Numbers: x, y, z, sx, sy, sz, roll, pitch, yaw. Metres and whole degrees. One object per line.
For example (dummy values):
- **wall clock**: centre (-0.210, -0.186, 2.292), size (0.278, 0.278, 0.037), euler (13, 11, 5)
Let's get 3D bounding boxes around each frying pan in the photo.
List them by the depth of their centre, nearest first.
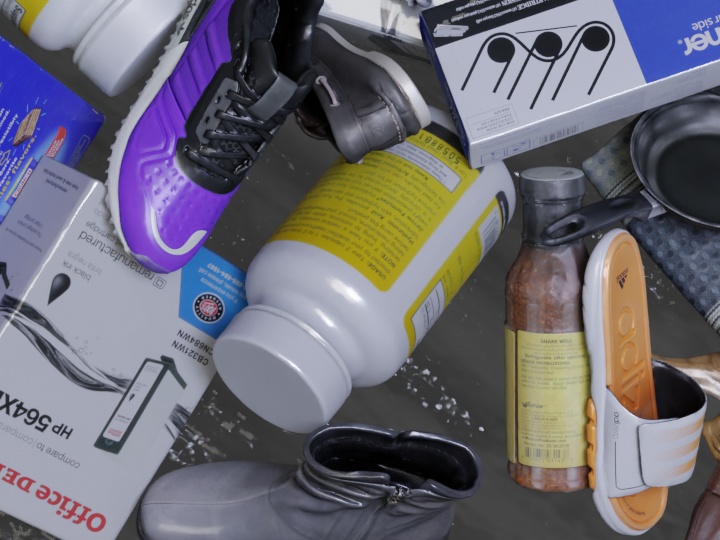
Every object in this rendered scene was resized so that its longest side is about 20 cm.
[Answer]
- **frying pan**: centre (0.202, -0.042, 1.248), size (0.115, 0.031, 0.190), euler (30, 54, 18)

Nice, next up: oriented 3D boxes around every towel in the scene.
- **towel**: centre (0.274, -0.057, 1.310), size (0.200, 0.035, 0.193), euler (-38, 72, -2)

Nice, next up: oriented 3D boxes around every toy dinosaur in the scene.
- **toy dinosaur**: centre (0.237, 0.072, 1.316), size (0.200, 0.060, 0.106), euler (1, 62, -6)

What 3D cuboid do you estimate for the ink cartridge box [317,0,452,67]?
- **ink cartridge box**: centre (0.054, -0.206, 1.296), size (0.200, 0.084, 0.145), euler (17, 88, -1)

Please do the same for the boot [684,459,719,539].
- **boot**: centre (0.257, 0.241, 1.301), size (0.186, 0.064, 0.200), euler (26, 93, -9)

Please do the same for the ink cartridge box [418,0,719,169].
- **ink cartridge box**: centre (0.144, -0.139, 1.221), size (0.200, 0.044, 0.094), euler (-18, 72, -1)

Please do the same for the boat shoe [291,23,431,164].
- **boat shoe**: centre (-0.021, -0.105, 1.231), size (0.057, 0.200, 0.067), euler (-33, 109, -11)

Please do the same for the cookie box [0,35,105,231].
- **cookie box**: centre (-0.252, -0.063, 1.215), size (0.075, 0.200, 0.171), euler (30, 87, 14)

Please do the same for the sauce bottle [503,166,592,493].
- **sauce bottle**: centre (0.122, 0.037, 1.274), size (0.066, 0.066, 0.200), euler (-1, 106, -2)

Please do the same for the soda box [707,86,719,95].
- **soda box**: centre (0.252, -0.146, 1.278), size (0.200, 0.071, 0.063), euler (22, 62, 13)

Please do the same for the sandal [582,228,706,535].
- **sandal**: centre (0.178, 0.076, 1.257), size (0.059, 0.079, 0.207), euler (8, 119, 35)

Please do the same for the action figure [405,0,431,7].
- **action figure**: centre (0.014, -0.223, 1.221), size (0.200, 0.069, 0.130), euler (4, 83, -4)

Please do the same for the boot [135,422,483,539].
- **boot**: centre (-0.034, 0.125, 1.210), size (0.200, 0.132, 0.070), euler (-1, 64, -6)

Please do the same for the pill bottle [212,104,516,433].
- **pill bottle**: centre (0.000, 0.000, 1.237), size (0.111, 0.111, 0.200), euler (39, 60, 0)

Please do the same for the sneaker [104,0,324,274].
- **sneaker**: centre (-0.077, -0.094, 1.180), size (0.070, 0.099, 0.200), euler (30, 73, -36)

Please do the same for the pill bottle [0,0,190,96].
- **pill bottle**: centre (-0.194, -0.211, 1.272), size (0.200, 0.114, 0.114), euler (44, 87, 0)

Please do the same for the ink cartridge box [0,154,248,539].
- **ink cartridge box**: centre (-0.175, 0.054, 1.247), size (0.146, 0.084, 0.200), euler (32, 86, -35)
